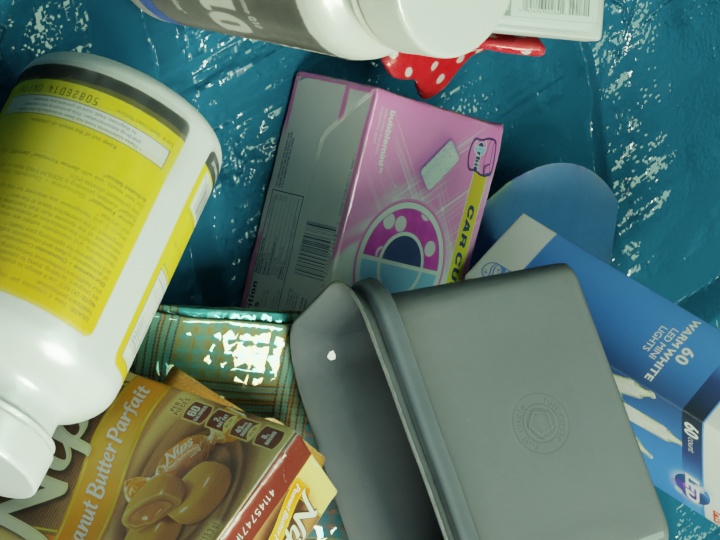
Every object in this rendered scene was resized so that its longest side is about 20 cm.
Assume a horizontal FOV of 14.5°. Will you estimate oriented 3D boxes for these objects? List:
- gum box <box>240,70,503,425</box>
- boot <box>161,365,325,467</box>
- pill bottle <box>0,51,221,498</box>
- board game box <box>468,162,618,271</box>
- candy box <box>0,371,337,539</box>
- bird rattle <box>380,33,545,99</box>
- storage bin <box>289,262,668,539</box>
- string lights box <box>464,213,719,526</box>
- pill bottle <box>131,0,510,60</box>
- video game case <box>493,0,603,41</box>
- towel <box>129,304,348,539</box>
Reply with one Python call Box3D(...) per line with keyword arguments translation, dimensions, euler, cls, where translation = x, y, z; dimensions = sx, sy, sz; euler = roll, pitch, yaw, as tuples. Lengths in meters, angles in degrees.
Box3D(translation=(0.000, 0.000, 1.591), dimensions=(0.113, 0.066, 0.201), euler=(13, 92, -47), cls="gum box")
Box3D(translation=(-0.058, 0.157, 1.470), dimensions=(0.201, 0.071, 0.144), euler=(42, 79, -13), cls="boot")
Box3D(translation=(-0.153, 0.003, 1.371), dimensions=(0.112, 0.111, 0.201), euler=(47, 59, -44), cls="pill bottle")
Box3D(translation=(0.085, 0.027, 1.711), dimensions=(0.157, 0.039, 0.202), euler=(-13, 116, -46), cls="board game box")
Box3D(translation=(-0.123, 0.112, 1.384), dimensions=(0.116, 0.199, 0.055), euler=(-54, 137, -23), cls="candy box")
Box3D(translation=(0.036, -0.206, 1.567), dimensions=(0.162, 0.112, 0.201), euler=(29, 79, -26), cls="bird rattle")
Box3D(translation=(0.063, 0.097, 1.466), dimensions=(0.133, 0.146, 0.201), euler=(-14, 78, -22), cls="storage bin")
Box3D(translation=(0.157, 0.061, 1.602), dimensions=(0.059, 0.199, 0.103), euler=(-46, 151, -23), cls="string lights box")
Box3D(translation=(-0.024, -0.167, 1.415), dimensions=(0.113, 0.199, 0.115), euler=(-16, 112, -44), cls="pill bottle")
Box3D(translation=(0.073, -0.229, 1.514), dimensions=(0.142, 0.018, 0.202), euler=(3, 92, -27), cls="video game case")
Box3D(translation=(-0.058, 0.093, 1.514), dimensions=(0.198, 0.022, 0.148), euler=(5, 98, -17), cls="towel")
